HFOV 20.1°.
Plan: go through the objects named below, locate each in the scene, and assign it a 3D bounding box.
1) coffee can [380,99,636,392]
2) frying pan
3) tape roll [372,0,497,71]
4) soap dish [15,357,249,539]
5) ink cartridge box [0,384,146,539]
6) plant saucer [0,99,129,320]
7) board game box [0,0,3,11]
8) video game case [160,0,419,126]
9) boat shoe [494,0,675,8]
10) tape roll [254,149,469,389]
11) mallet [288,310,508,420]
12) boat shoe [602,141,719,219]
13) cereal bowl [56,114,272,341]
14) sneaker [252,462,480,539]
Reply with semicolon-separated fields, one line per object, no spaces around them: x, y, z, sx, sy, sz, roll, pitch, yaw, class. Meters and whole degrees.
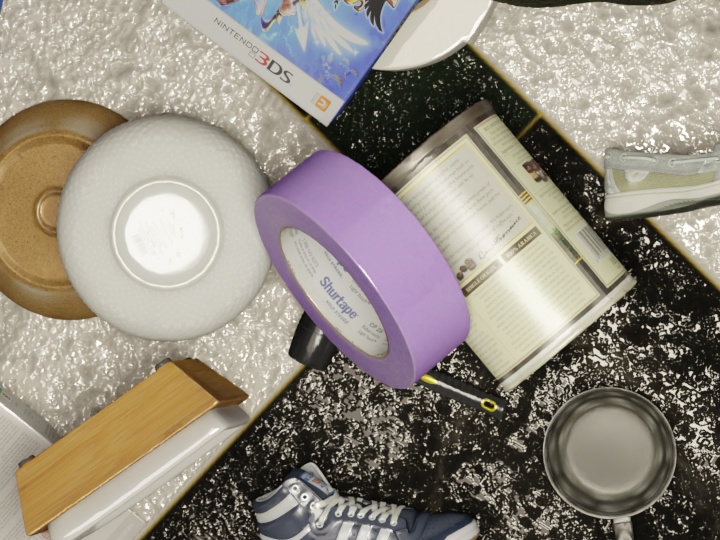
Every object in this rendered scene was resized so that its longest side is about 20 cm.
0.113;-0.020;1.708;0.146;0.146;0.200;-40;86;11;coffee can
0.235;0.188;1.758;0.115;0.031;0.191;-32;91;12;frying pan
0.028;-0.272;1.763;0.201;0.037;0.204;1;93;11;tape roll
-0.198;0.153;1.764;0.200;0.157;0.081;-35;85;4;soap dish
-0.320;0.218;1.870;0.200;0.050;0.161;40;100;-13;ink cartridge box
-0.269;-0.054;1.836;0.199;0.035;0.202;1;94;10;plant saucer
-0.421;-0.274;1.844;0.199;0.045;0.135;15;97;9;board game box
-0.041;-0.255;1.720;0.181;0.045;0.200;36;109;-1;video game case
0.179;-0.265;1.710;0.199;0.076;0.074;0;80;-9;boat shoe
0.000;0.000;1.680;0.066;0.200;0.200;-39;86;-17;tape roll
0.038;0.075;1.789;0.199;0.041;0.066;16;95;5;mallet
0.286;-0.086;1.682;0.201;0.074;0.065;-12;83;43;boat shoe
-0.167;-0.034;1.770;0.199;0.083;0.202;-1;96;-6;cereal bowl
-0.001;0.215;1.786;0.199;0.070;0.109;-16;93;15;sneaker
